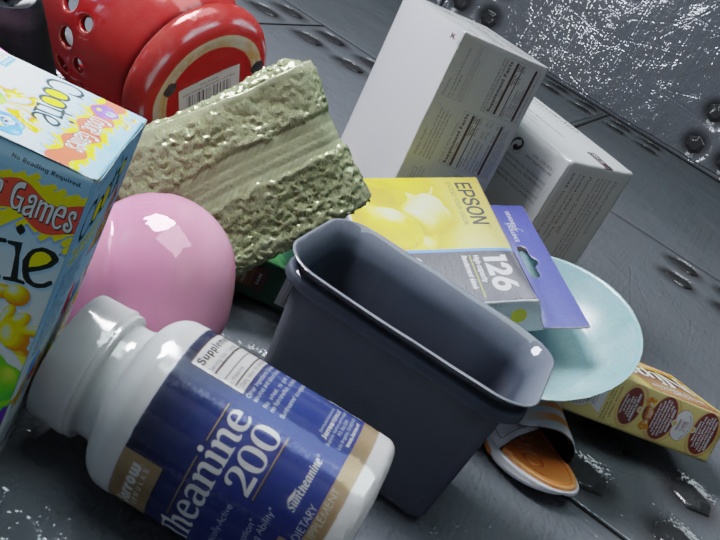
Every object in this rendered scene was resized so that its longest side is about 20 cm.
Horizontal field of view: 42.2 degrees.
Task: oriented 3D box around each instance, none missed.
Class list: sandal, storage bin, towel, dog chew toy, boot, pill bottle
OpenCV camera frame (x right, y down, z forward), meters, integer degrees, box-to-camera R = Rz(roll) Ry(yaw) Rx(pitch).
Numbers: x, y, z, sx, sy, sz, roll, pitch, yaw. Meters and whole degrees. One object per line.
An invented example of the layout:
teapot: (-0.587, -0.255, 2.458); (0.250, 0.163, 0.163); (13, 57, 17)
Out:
sandal: (0.137, 0.114, 0.841); (0.079, 0.059, 0.207); (15, 28, -29)
storage bin: (0.022, 0.074, 0.699); (0.199, 0.135, 0.146); (34, 24, 8)
towel: (-0.101, -0.073, 0.760); (0.149, 0.199, 0.036); (65, -11, -10)
dog chew toy: (-0.190, 0.000, 0.635); (0.199, 0.125, 0.125); (9, 29, -22)
boot: (-0.254, -0.153, 0.759); (0.164, 0.201, 0.066); (26, 54, 9)
pill bottle: (-0.089, 0.100, 0.551); (0.199, 0.111, 0.111); (30, 24, 3)

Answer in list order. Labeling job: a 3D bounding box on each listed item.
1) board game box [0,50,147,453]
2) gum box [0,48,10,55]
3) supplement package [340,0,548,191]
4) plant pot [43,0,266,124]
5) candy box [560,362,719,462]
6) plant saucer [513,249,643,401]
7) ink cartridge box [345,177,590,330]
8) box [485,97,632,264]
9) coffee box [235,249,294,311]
board game box: (-0.210, -0.004, 0.511); (0.102, 0.201, 0.105); (25, 24, -10)
gum box: (-0.264, -0.095, 0.675); (0.113, 0.066, 0.200); (35, -17, 13)
supplement package: (0.078, -0.167, 0.997); (0.110, 0.201, 0.156); (15, 23, -29)
plant pot: (-0.212, -0.243, 0.987); (0.182, 0.201, 0.200); (43, 27, 24)
candy box: (0.254, 0.118, 0.941); (0.199, 0.056, 0.115); (22, 11, -17)
plant saucer: (0.149, 0.056, 0.837); (0.199, 0.039, 0.202); (5, 38, -4)
ink cartridge box: (0.088, -0.019, 0.857); (0.198, 0.047, 0.198); (-4, 38, -10)
box: (0.174, -0.092, 1.113); (0.130, 0.201, 0.199); (3, 34, -44)
coffee box: (-0.103, -0.024, 0.862); (0.199, 0.044, 0.123); (25, 23, -10)
